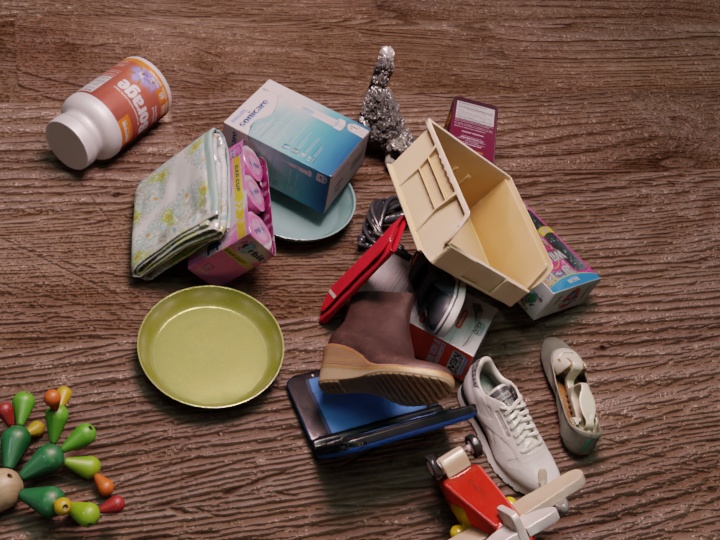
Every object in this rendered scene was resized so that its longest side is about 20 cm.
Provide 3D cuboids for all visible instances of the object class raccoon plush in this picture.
[{"bbox_3d":[0.069,-0.276,1.467,0.132,0.203,0.097,17,15,0],"label":"raccoon plush"}]

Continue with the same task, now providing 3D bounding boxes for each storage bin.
[{"bbox_3d":[0.154,-0.075,1.180,0.199,0.093,0.201,26,35,-41],"label":"storage bin"}]

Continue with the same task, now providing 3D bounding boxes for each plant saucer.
[{"bbox_3d":[-0.203,0.108,1.146,0.196,0.031,0.202,8,49,-9],"label":"plant saucer"},{"bbox_3d":[-0.107,-0.112,1.362,0.196,0.036,0.202,8,48,-8],"label":"plant saucer"}]

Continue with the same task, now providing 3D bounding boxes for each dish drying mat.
[{"bbox_3d":[0.000,0.000,1.185,0.018,0.200,0.077,33,45,-10],"label":"dish drying mat"}]

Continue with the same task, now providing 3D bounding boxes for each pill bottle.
[{"bbox_3d":[-0.403,-0.250,1.349,0.111,0.113,0.201,28,49,10],"label":"pill bottle"}]

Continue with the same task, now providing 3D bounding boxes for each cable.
[{"bbox_3d":[0.096,-0.044,1.358,0.197,0.051,0.164,22,40,2],"label":"cable"}]

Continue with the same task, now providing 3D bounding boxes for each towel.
[{"bbox_3d":[-0.265,-0.098,1.229,0.048,0.170,0.202,41,29,-43],"label":"towel"}]

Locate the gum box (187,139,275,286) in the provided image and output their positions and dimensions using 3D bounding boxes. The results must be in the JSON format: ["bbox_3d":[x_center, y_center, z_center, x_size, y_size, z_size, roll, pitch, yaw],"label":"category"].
[{"bbox_3d":[-0.195,-0.089,1.253,0.112,0.066,0.202,-27,49,21],"label":"gum box"}]

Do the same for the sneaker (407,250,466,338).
[{"bbox_3d":[0.104,0.015,1.192,0.078,0.079,0.201,26,32,-6],"label":"sneaker"}]

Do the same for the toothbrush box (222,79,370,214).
[{"bbox_3d":[-0.105,-0.204,1.361,0.198,0.086,0.147,27,48,9],"label":"toothbrush box"}]

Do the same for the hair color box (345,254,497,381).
[{"bbox_3d":[0.090,0.063,1.244,0.198,0.064,0.111,27,46,11],"label":"hair color box"}]

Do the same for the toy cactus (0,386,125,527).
[{"bbox_3d":[-0.375,0.228,0.961,0.164,0.103,0.201,-32,72,-24],"label":"toy cactus"}]

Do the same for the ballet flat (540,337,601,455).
[{"bbox_3d":[0.310,0.166,1.214,0.066,0.064,0.202,6,48,-10],"label":"ballet flat"}]

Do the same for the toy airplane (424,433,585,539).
[{"bbox_3d":[0.159,0.304,0.999,0.197,0.143,0.200,-4,27,25],"label":"toy airplane"}]

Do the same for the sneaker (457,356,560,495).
[{"bbox_3d":[0.203,0.212,1.134,0.076,0.081,0.201,-19,58,-31],"label":"sneaker"}]

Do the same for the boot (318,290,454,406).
[{"bbox_3d":[0.046,0.089,1.101,0.197,0.073,0.168,-1,45,29],"label":"boot"}]

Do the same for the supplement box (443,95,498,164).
[{"bbox_3d":[0.181,-0.194,1.463,0.084,0.111,0.202,14,47,-2],"label":"supplement box"}]

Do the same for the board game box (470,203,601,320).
[{"bbox_3d":[0.266,-0.024,1.346,0.146,0.065,0.201,-12,54,-45],"label":"board game box"}]

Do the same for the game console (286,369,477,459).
[{"bbox_3d":[0.024,0.166,1.105,0.197,0.171,0.120,-12,80,-24],"label":"game console"}]
